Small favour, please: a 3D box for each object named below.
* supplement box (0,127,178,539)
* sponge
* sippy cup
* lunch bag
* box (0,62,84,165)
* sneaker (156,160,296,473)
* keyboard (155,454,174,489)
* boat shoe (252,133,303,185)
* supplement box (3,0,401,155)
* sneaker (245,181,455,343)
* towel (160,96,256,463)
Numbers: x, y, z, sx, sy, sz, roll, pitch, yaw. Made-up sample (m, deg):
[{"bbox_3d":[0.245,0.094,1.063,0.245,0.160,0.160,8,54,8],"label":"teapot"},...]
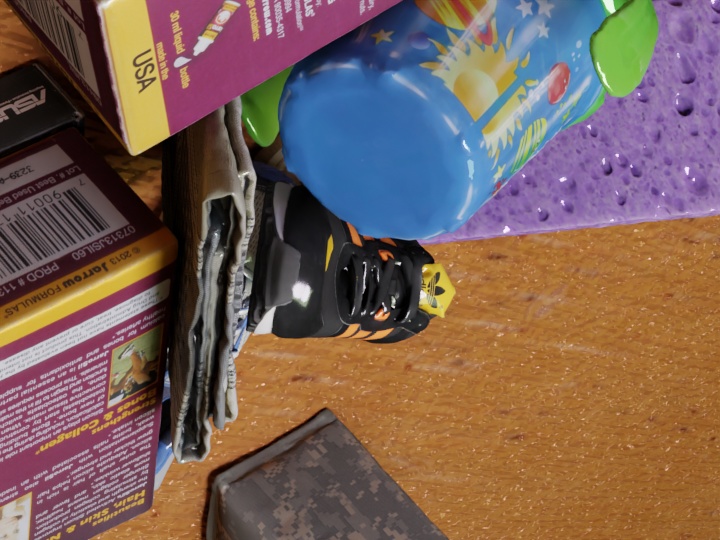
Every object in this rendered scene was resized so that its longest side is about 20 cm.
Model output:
[{"bbox_3d":[-0.156,0.047,1.039,0.110,0.086,0.200,-27,148,-29],"label":"supplement box"},{"bbox_3d":[0.099,-0.075,1.160,0.200,0.112,0.030,-6,177,9],"label":"sponge"},{"bbox_3d":[0.032,-0.086,0.997,0.178,0.140,0.130,-51,-177,47],"label":"sippy cup"},{"bbox_3d":[-0.015,0.220,1.486,0.118,0.164,0.200,-29,150,-28],"label":"lunch bag"},{"bbox_3d":[-0.221,0.018,1.053,0.200,0.048,0.193,-27,151,-27],"label":"box"},{"bbox_3d":[-0.084,0.033,1.182,0.077,0.085,0.200,18,123,-17],"label":"sneaker"},{"bbox_3d":[-0.105,0.064,1.314,0.056,0.011,0.200,-18,146,-46],"label":"keyboard"},{"bbox_3d":[-0.002,-0.014,1.265,0.074,0.066,0.200,-42,153,2],"label":"boat shoe"},{"bbox_3d":[-0.049,-0.161,0.919,0.200,0.131,0.103,-33,152,-17],"label":"supplement box"},{"bbox_3d":[0.000,0.000,1.070,0.200,0.090,0.070,13,85,-86],"label":"sneaker"},{"bbox_3d":[-0.066,-0.040,1.024,0.035,0.200,0.193,2,140,-9],"label":"towel"}]
